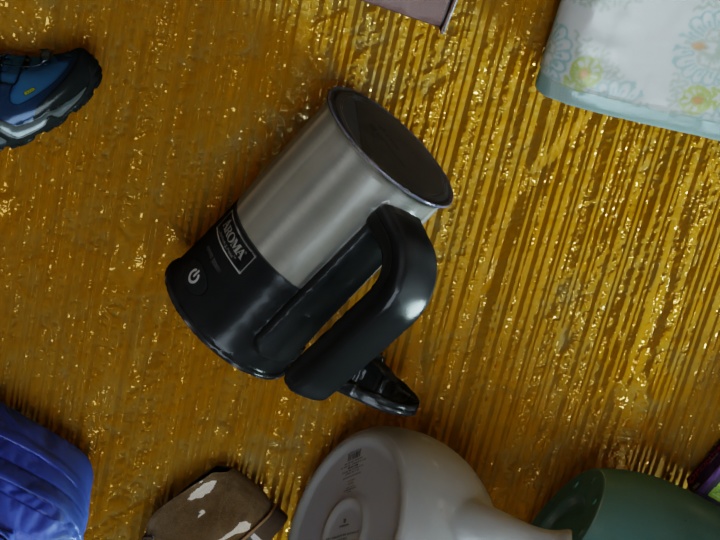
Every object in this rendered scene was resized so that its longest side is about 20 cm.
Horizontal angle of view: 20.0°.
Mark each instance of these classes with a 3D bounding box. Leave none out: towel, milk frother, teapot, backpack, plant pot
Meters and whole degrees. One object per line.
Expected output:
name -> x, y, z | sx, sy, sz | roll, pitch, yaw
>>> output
towel -> 0.239, -0.180, 1.423 | 0.200, 0.048, 0.171 | 12, 116, -10
milk frother -> 0.000, 0.000, 1.479 | 0.188, 0.181, 0.200 | -45, 156, 21
teapot -> 0.041, 0.224, 1.576 | 0.146, 0.200, 0.198 | 23, 105, -29
backpack -> -0.310, 0.189, 1.539 | 0.200, 0.168, 0.163 | 30, 121, -23
plant pot -> 0.211, 0.251, 1.591 | 0.161, 0.201, 0.201 | 36, 113, -10

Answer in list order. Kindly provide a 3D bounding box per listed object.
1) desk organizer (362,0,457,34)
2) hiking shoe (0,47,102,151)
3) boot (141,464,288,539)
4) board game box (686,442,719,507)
desk organizer -> 0.054, -0.268, 1.346 | 0.077, 0.072, 0.200 | 18, 118, -10
hiking shoe -> -0.280, -0.127, 1.406 | 0.200, 0.074, 0.087 | -14, 121, 5
boot -> -0.155, 0.231, 1.637 | 0.200, 0.074, 0.075 | -41, 96, 14
board game box -> 0.378, 0.178, 1.649 | 0.200, 0.032, 0.120 | 30, 118, -20
